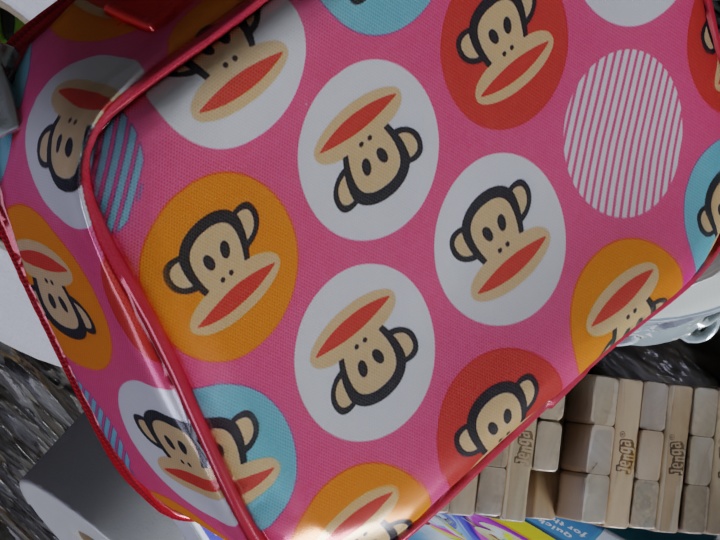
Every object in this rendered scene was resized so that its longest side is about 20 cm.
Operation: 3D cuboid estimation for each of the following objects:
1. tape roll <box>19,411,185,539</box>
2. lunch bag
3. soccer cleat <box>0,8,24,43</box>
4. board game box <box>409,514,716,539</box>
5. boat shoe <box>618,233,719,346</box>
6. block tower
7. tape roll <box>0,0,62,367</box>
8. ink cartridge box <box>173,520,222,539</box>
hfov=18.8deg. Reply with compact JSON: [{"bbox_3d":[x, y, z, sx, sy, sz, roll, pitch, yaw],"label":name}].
[{"bbox_3d":[-0.094,0.149,1.351,0.202,0.139,0.203,39,163,14],"label":"tape roll"},{"bbox_3d":[0.003,-0.040,0.554,0.082,0.200,0.177,19,139,50],"label":"lunch bag"},{"bbox_3d":[-0.167,-0.148,0.817,0.084,0.064,0.202,-93,-14,-75],"label":"soccer cleat"},{"bbox_3d":[0.063,0.106,0.967,0.150,0.047,0.200,28,158,2],"label":"board game box"},{"bbox_3d":[0.086,-0.010,0.704,0.071,0.071,0.200,27,169,-26],"label":"boat shoe"},{"bbox_3d":[0.059,0.061,0.765,0.198,0.055,0.058,8,176,-23],"label":"block tower"},{"bbox_3d":[-0.115,-0.058,0.737,0.202,0.037,0.204,23,134,26],"label":"tape roll"},{"bbox_3d":[-0.070,0.060,1.035,0.037,0.095,0.201,32,157,40],"label":"ink cartridge box"}]
